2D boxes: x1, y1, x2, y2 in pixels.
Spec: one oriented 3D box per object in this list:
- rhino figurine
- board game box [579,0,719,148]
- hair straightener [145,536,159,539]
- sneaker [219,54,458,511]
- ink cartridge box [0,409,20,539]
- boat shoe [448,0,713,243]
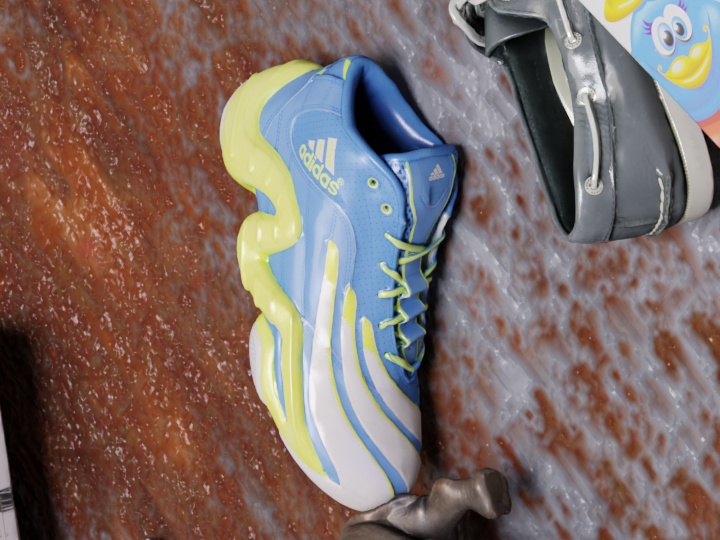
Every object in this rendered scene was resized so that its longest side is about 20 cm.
[{"bbox_3d":[0.049,0.183,1.172,0.087,0.060,0.201,-10,108,37],"label":"rhino figurine"},{"bbox_3d":[0.142,-0.125,0.949,0.200,0.104,0.103,50,134,28],"label":"board game box"},{"bbox_3d":[-0.103,0.174,1.362,0.199,0.041,0.078,-3,98,52],"label":"hair straightener"},{"bbox_3d":[0.000,0.000,1.170,0.105,0.075,0.201,-25,81,49],"label":"sneaker"},{"bbox_3d":[-0.234,0.131,1.440,0.144,0.084,0.202,-168,70,-69],"label":"ink cartridge box"},{"bbox_3d":[0.069,-0.103,1.059,0.201,0.061,0.073,66,163,9],"label":"boat shoe"}]
